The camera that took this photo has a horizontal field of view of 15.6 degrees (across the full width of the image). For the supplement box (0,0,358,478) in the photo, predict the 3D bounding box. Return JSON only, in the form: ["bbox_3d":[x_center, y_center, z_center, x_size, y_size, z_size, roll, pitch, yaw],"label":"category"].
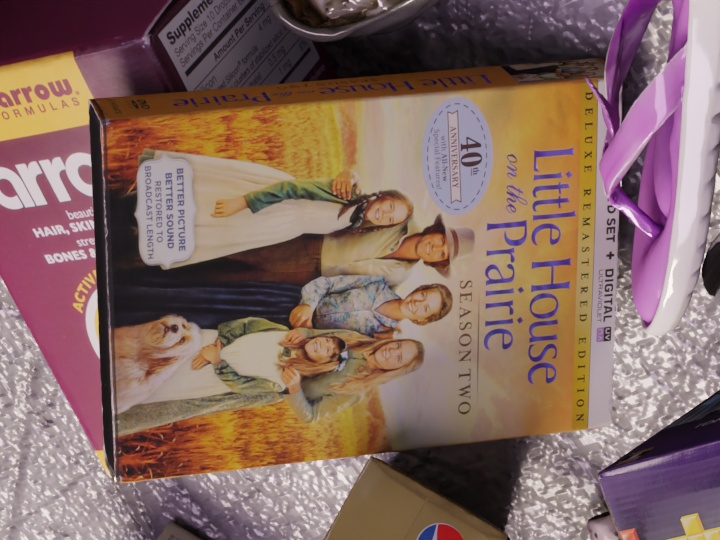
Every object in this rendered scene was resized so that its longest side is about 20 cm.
[{"bbox_3d":[-0.071,-0.026,1.058,0.130,0.103,0.200,-8,120,34],"label":"supplement box"}]

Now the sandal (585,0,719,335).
[{"bbox_3d":[0.106,-0.074,0.939,0.050,0.083,0.203,6,117,1],"label":"sandal"}]

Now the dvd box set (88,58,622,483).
[{"bbox_3d":[0.000,0.000,0.987,0.199,0.029,0.147,-5,111,-14],"label":"dvd box set"}]

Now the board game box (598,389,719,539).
[{"bbox_3d":[0.208,0.047,0.916,0.200,0.165,0.057,-19,93,37],"label":"board game box"}]

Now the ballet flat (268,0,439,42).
[{"bbox_3d":[0.039,-0.136,0.931,0.200,0.064,0.068,-33,81,43],"label":"ballet flat"}]

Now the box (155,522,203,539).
[{"bbox_3d":[-0.031,0.210,1.238,0.200,0.082,0.068,32,134,5],"label":"box"}]

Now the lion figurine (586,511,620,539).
[{"bbox_3d":[0.130,0.161,1.083,0.123,0.072,0.200,69,161,-1],"label":"lion figurine"}]

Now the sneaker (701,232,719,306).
[{"bbox_3d":[0.186,-0.046,0.888,0.075,0.115,0.200,44,162,3],"label":"sneaker"}]

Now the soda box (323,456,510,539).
[{"bbox_3d":[0.018,0.122,1.072,0.064,0.068,0.200,29,176,5],"label":"soda box"}]
